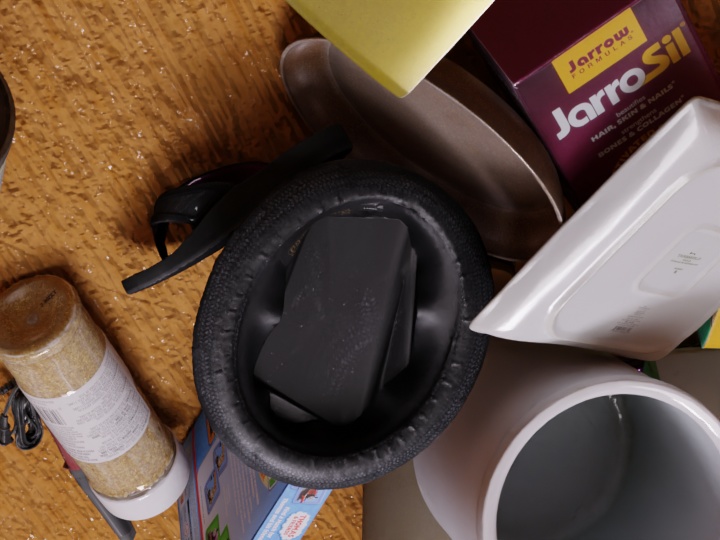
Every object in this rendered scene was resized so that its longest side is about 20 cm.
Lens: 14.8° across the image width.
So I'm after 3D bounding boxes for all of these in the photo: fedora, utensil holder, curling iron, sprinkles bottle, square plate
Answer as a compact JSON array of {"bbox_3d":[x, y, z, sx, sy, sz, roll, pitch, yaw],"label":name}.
[{"bbox_3d":[-0.018,0.027,1.664,0.199,0.092,0.202,-3,103,-15],"label":"fedora"},{"bbox_3d":[0.131,0.132,1.736,0.169,0.200,0.171,-2,99,-13],"label":"utensil holder"},{"bbox_3d":[-0.203,0.134,1.908,0.050,0.026,0.200,-48,142,-11],"label":"curling iron"},{"bbox_3d":[-0.178,0.087,1.827,0.068,0.068,0.200,-17,139,10],"label":"sprinkles bottle"},{"bbox_3d":[0.188,-0.014,1.639,0.198,0.029,0.200,-47,148,23],"label":"square plate"}]

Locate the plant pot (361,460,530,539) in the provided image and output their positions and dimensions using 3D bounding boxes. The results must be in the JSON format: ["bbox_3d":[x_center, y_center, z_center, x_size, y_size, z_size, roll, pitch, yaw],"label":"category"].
[{"bbox_3d":[0.079,0.249,1.911,0.186,0.201,0.187,8,162,3],"label":"plant pot"}]

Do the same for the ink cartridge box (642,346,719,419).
[{"bbox_3d":[0.235,0.170,1.902,0.084,0.147,0.201,-4,141,-6],"label":"ink cartridge box"}]

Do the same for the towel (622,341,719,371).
[{"bbox_3d":[0.229,0.097,1.946,0.199,0.023,0.144,-17,140,11],"label":"towel"}]

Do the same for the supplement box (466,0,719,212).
[{"bbox_3d":[0.150,-0.103,1.628,0.110,0.086,0.200,-34,137,2],"label":"supplement box"}]

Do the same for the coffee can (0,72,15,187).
[{"bbox_3d":[-0.285,-0.028,1.615,0.146,0.147,0.200,3,139,-13],"label":"coffee can"}]

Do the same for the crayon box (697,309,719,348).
[{"bbox_3d":[0.292,-0.032,1.776,0.118,0.058,0.200,1,139,-10],"label":"crayon box"}]

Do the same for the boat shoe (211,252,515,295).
[{"bbox_3d":[0.000,0.000,1.754,0.199,0.071,0.071,1,131,-15],"label":"boat shoe"}]

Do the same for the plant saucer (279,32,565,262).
[{"bbox_3d":[0.043,-0.079,1.622,0.200,0.032,0.200,33,162,12],"label":"plant saucer"}]

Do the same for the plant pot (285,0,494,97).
[{"bbox_3d":[0.008,-0.248,1.386,0.176,0.201,0.200,27,129,-20],"label":"plant pot"}]

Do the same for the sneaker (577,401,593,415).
[{"bbox_3d":[0.086,0.081,1.861,0.199,0.078,0.080,15,95,-16],"label":"sneaker"}]

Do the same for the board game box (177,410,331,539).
[{"bbox_3d":[-0.071,0.130,1.832,0.036,0.152,0.200,9,137,-21],"label":"board game box"}]

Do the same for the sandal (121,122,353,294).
[{"bbox_3d":[-0.081,-0.046,1.697,0.200,0.048,0.075,-35,175,38],"label":"sandal"}]
